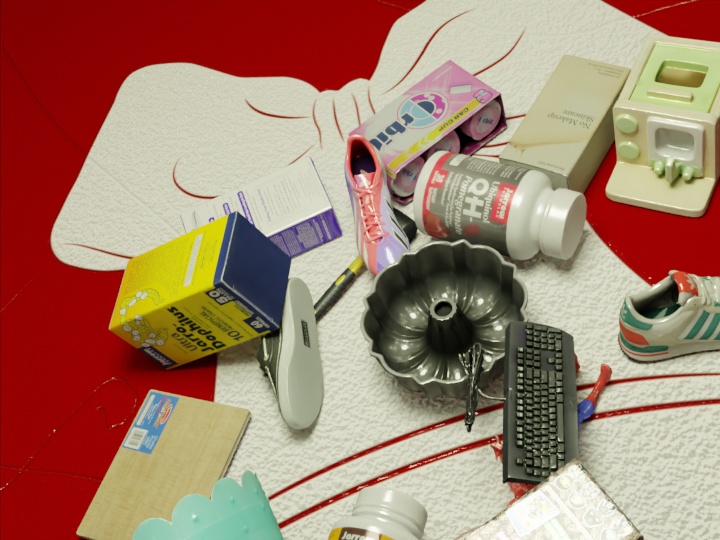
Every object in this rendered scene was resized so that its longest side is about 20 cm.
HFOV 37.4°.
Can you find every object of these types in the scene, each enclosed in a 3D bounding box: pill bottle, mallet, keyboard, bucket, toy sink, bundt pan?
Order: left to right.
[{"bbox_3d":[-0.159,0.310,1.057,0.206,0.207,0.136,-30,76,-7],"label":"bucket"},{"bbox_3d":[0.000,0.000,1.371,0.065,0.041,0.201,23,68,29],"label":"mallet"},{"bbox_3d":[0.004,0.324,1.061,0.108,0.110,0.202,6,55,22],"label":"pill bottle"},{"bbox_3d":[0.102,0.066,1.252,0.199,0.076,0.204,-8,52,10],"label":"bundt pan"},{"bbox_3d":[0.174,-0.077,1.320,0.198,0.111,0.111,16,59,28],"label":"pill bottle"},{"bbox_3d":[0.163,0.133,1.109,0.125,0.021,0.202,3,47,5],"label":"keyboard"},{"bbox_3d":[0.394,-0.187,1.332,0.129,0.113,0.201,15,59,28],"label":"toy sink"}]

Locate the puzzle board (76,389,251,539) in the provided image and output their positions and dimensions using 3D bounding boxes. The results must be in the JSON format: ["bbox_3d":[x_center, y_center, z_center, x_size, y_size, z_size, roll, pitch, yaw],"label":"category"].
[{"bbox_3d":[-0.231,0.242,1.267,0.149,0.017,0.202,7,55,25],"label":"puzzle board"}]

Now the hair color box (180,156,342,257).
[{"bbox_3d":[-0.136,-0.063,1.444,0.198,0.065,0.110,-23,50,-2],"label":"hair color box"}]

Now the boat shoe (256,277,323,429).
[{"bbox_3d":[-0.090,0.106,1.298,0.063,0.071,0.202,-25,49,27],"label":"boat shoe"}]

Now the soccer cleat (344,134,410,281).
[{"bbox_3d":[0.015,-0.079,1.344,0.066,0.077,0.202,-17,60,8],"label":"soccer cleat"}]

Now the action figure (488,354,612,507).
[{"bbox_3d":[0.201,0.166,1.132,0.065,0.099,0.201,17,63,29],"label":"action figure"}]

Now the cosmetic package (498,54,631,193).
[{"bbox_3d":[0.273,-0.183,1.397,0.102,0.073,0.201,18,59,29],"label":"cosmetic package"}]

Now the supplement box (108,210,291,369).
[{"bbox_3d":[-0.198,0.029,1.320,0.198,0.109,0.111,-21,44,33],"label":"supplement box"}]

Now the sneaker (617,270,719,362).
[{"bbox_3d":[0.380,0.038,1.172,0.197,0.094,0.071,-15,50,7],"label":"sneaker"}]

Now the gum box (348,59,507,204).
[{"bbox_3d":[0.089,-0.191,1.466,0.199,0.066,0.113,-37,50,-12],"label":"gum box"}]

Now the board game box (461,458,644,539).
[{"bbox_3d":[0.161,0.301,0.994,0.199,0.160,0.097,-33,50,-8],"label":"board game box"}]
